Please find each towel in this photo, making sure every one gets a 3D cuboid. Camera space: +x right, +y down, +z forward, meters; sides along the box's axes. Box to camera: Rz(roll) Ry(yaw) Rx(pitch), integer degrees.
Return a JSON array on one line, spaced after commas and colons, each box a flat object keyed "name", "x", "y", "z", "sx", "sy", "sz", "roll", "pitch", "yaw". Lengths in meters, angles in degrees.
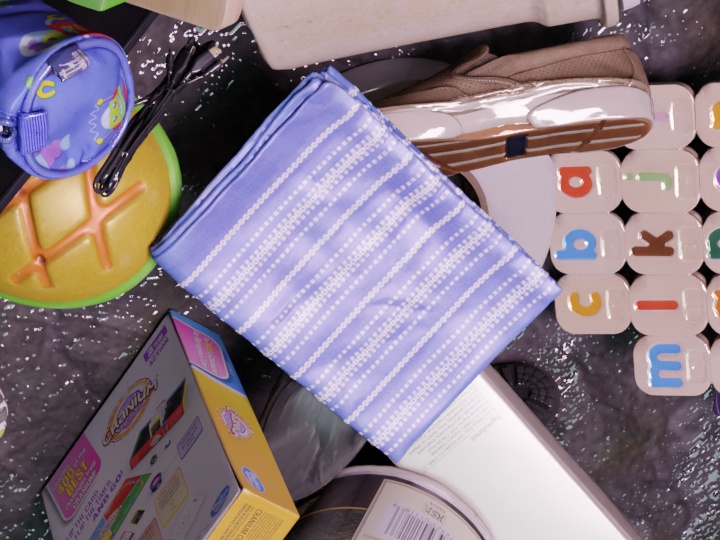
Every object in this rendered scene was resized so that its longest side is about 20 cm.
[{"name": "towel", "x": 0.000, "y": 0.000, "z": 1.016, "sx": 0.200, "sy": 0.024, "sz": 0.145, "roll": 41, "pitch": 97, "yaw": -22}]

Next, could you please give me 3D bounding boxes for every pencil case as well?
[{"name": "pencil case", "x": -0.206, "y": -0.114, "z": 0.910, "sx": 0.087, "sy": 0.199, "sz": 0.078, "roll": -31, "pitch": 142, "yaw": -48}]

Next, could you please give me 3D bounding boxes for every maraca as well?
[{"name": "maraca", "x": -0.195, "y": -0.058, "z": 1.001, "sx": 0.199, "sy": 0.107, "sz": 0.138, "roll": 24, "pitch": 95, "yaw": -3}]

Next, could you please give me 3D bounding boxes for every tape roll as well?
[{"name": "tape roll", "x": 0.023, "y": -0.031, "z": 1.124, "sx": 0.202, "sy": 0.037, "sz": 0.204, "roll": -7, "pitch": 119, "yaw": -14}]

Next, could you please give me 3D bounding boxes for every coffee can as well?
[{"name": "coffee can", "x": -0.010, "y": 0.225, "z": 1.042, "sx": 0.146, "sy": 0.200, "sz": 0.147, "roll": 8, "pitch": 119, "yaw": 16}]

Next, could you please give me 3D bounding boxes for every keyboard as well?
[{"name": "keyboard", "x": -0.149, "y": -0.092, "z": 0.949, "sx": 0.200, "sy": 0.127, "sz": 0.021, "roll": -55, "pitch": 158, "yaw": -21}]

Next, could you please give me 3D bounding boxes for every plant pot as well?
[{"name": "plant pot", "x": 0.017, "y": -0.196, "z": 0.958, "sx": 0.183, "sy": 0.201, "sz": 0.201, "roll": -17, "pitch": 122, "yaw": 5}]

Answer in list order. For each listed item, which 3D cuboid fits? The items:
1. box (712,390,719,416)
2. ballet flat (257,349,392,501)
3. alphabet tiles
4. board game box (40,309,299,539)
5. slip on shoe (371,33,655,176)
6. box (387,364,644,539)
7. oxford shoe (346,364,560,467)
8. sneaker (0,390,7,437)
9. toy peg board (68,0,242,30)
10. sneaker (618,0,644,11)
[{"name": "box", "x": 0.321, "y": 0.019, "z": 1.182, "sx": 0.106, "sy": 0.122, "sz": 0.201, "roll": -19, "pitch": 127, "yaw": -39}, {"name": "ballet flat", "x": -0.009, "y": 0.044, "z": 1.074, "sx": 0.066, "sy": 0.057, "sz": 0.201, "roll": 23, "pitch": 96, "yaw": -17}, {"name": "alphabet tiles", "x": 0.213, "y": -0.018, "z": 1.137, "sx": 0.195, "sy": 0.015, "sz": 0.201, "roll": -1, "pitch": 106, "yaw": 20}, {"name": "board game box", "x": -0.117, "y": 0.136, "z": 1.071, "sx": 0.040, "sy": 0.200, "sz": 0.153, "roll": 28, "pitch": 106, "yaw": -29}, {"name": "slip on shoe", "x": 0.068, "y": -0.097, "z": 1.051, "sx": 0.199, "sy": 0.061, "sz": 0.076, "roll": -8, "pitch": 165, "yaw": -1}, {"name": "box", "x": 0.088, "y": 0.128, "z": 1.129, "sx": 0.082, "sy": 0.068, "sz": 0.200, "roll": -40, "pitch": 100, "yaw": 6}, {"name": "oxford shoe", "x": 0.048, "y": 0.133, "z": 1.213, "sx": 0.200, "sy": 0.073, "sz": 0.085, "roll": -34, "pitch": 148, "yaw": -3}, {"name": "sneaker", "x": -0.257, "y": 0.050, "z": 1.059, "sx": 0.074, "sy": 0.085, "sz": 0.201, "roll": -28, "pitch": 147, "yaw": -29}, {"name": "toy peg board", "x": -0.150, "y": -0.227, "z": 0.861, "sx": 0.198, "sy": 0.098, "sz": 0.201, "roll": 20, "pitch": 116, "yaw": 19}, {"name": "sneaker", "x": 0.149, "y": -0.244, "z": 1.028, "sx": 0.079, "sy": 0.079, "sz": 0.200, "roll": -26, "pitch": 133, "yaw": 2}]
